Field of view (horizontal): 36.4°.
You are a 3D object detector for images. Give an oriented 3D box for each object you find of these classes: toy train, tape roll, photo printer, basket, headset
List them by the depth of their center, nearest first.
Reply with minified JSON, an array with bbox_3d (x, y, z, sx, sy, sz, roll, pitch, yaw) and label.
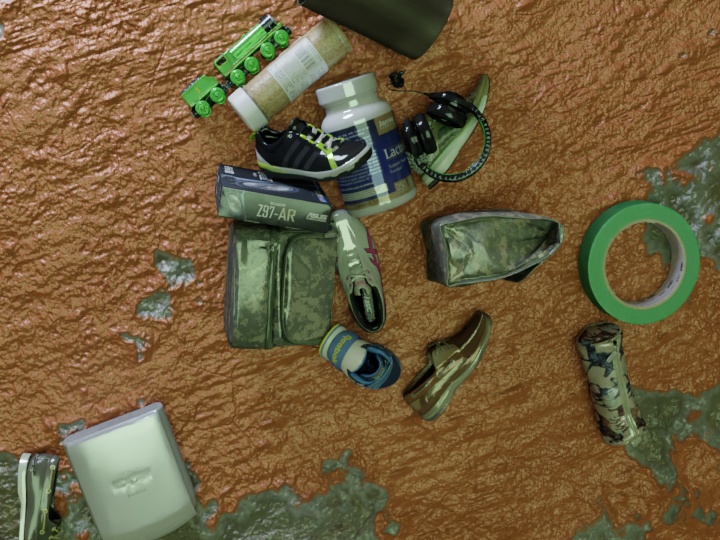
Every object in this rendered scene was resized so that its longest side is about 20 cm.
[{"bbox_3d":[0.029,-0.416,1.632,0.199,0.136,0.182,29,60,-20],"label":"basket"},{"bbox_3d":[-0.189,-0.310,1.658,0.200,0.042,0.056,-43,93,-1],"label":"toy train"},{"bbox_3d":[0.112,-0.225,1.671,0.123,0.094,0.200,-41,86,2],"label":"headset"},{"bbox_3d":[-0.354,0.328,1.715,0.165,0.069,0.202,-19,102,-7],"label":"photo printer"},{"bbox_3d":[0.462,-0.014,1.818,0.198,0.048,0.203,-2,100,-10],"label":"tape roll"}]

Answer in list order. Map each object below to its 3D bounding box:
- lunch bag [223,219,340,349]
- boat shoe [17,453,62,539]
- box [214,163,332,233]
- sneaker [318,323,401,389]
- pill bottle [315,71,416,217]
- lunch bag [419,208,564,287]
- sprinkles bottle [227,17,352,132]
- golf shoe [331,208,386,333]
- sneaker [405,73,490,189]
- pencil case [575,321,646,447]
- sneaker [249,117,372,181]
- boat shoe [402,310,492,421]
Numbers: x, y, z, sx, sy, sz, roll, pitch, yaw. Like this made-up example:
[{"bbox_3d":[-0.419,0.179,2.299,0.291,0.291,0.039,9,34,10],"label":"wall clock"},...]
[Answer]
[{"bbox_3d":[-0.119,0.018,1.673,0.166,0.139,0.203,2,98,-12],"label":"lunch bag"},{"bbox_3d":[-0.494,0.384,1.698,0.059,0.072,0.205,0,95,-5],"label":"boat shoe"},{"bbox_3d":[-0.133,-0.108,1.616,0.158,0.200,0.044,9,103,-11],"label":"box"},{"bbox_3d":[0.015,0.150,1.708,0.199,0.082,0.075,30,89,-54],"label":"sneaker"},{"bbox_3d":[0.005,-0.193,1.672,0.115,0.116,0.202,-20,102,-6],"label":"pill bottle"},{"bbox_3d":[0.207,-0.039,1.708,0.197,0.164,0.119,-9,95,-8],"label":"lunch bag"},{"bbox_3d":[-0.106,-0.297,1.659,0.200,0.068,0.068,-40,104,-2],"label":"sprinkles bottle"},{"bbox_3d":[0.000,0.000,1.715,0.072,0.092,0.202,-20,101,-4],"label":"golf shoe"},{"bbox_3d":[0.133,-0.231,1.716,0.088,0.077,0.201,33,89,-2],"label":"sneaker"},{"bbox_3d":[0.418,0.191,1.823,0.077,0.089,0.202,-19,103,-7],"label":"pencil case"},{"bbox_3d":[-0.080,-0.181,1.602,0.198,0.072,0.084,0,123,28],"label":"sneaker"},{"bbox_3d":[0.141,0.147,1.774,0.071,0.076,0.201,33,90,-11],"label":"boat shoe"}]
